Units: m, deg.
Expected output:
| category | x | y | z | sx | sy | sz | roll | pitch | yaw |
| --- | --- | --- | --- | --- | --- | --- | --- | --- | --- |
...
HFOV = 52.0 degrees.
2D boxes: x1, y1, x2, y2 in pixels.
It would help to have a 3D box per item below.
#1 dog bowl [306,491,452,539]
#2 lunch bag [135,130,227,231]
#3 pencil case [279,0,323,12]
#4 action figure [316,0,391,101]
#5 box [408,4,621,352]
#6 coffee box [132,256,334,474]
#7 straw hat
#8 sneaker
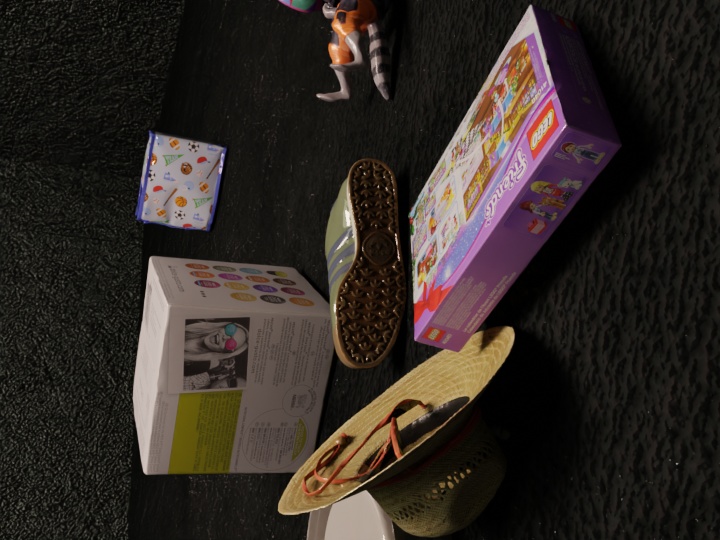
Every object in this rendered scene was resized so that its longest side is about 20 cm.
| category | x | y | z | sx | sy | sz | roll | pitch | yaw |
| --- | --- | --- | --- | --- | --- | --- | --- | --- | --- |
| dog bowl | 0.013 | 0.248 | 0.609 | 0.200 | 0.058 | 0.201 | -172 | 90 | -69 |
| lunch bag | -0.400 | -0.194 | 1.635 | 0.124 | 0.169 | 0.201 | -142 | 61 | -69 |
| pencil case | -0.064 | -0.458 | 1.001 | 0.089 | 0.088 | 0.201 | -111 | 34 | -50 |
| action figure | 0.003 | -0.281 | 0.805 | 0.200 | 0.104 | 0.194 | 67 | -145 | -83 |
| box | 0.091 | -0.057 | 0.507 | 0.137 | 0.039 | 0.200 | -88 | 20 | -44 |
| coffee box | -0.158 | 0.109 | 0.894 | 0.200 | 0.197 | 0.201 | -141 | 59 | -64 |
| straw hat | 0.048 | 0.132 | 0.510 | 0.085 | 0.201 | 0.201 | 53 | 152 | -2 |
| sneaker | 0.000 | 0.000 | 0.723 | 0.090 | 0.067 | 0.201 | 139 | 134 | -70 |
